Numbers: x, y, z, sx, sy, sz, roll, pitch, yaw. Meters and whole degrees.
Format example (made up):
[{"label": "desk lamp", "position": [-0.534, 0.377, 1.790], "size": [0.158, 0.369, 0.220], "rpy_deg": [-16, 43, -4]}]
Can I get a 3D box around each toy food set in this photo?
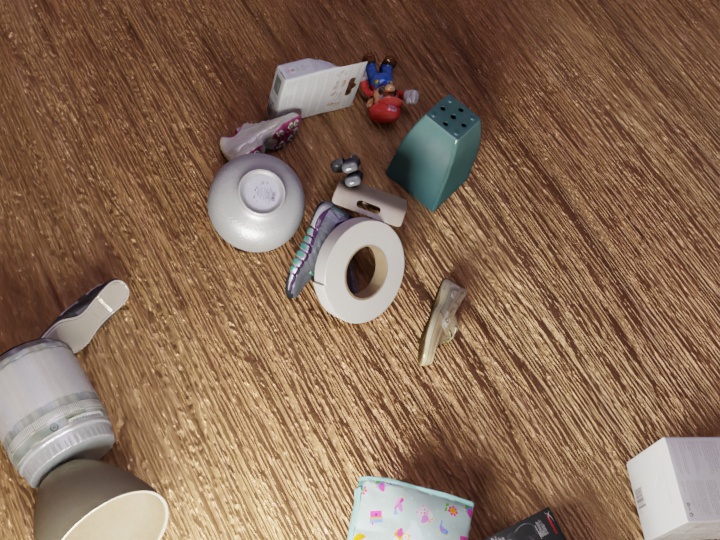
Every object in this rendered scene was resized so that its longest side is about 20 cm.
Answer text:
[{"label": "toy food set", "position": [0.018, -0.131, 1.666], "size": [0.142, 0.200, 0.061], "rpy_deg": [20, 102, -1]}]

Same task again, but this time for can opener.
[{"label": "can opener", "position": [-0.029, -0.197, 1.656], "size": [0.066, 0.200, 0.054], "rpy_deg": [-12, 101, 5]}]

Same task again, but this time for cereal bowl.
[{"label": "cereal bowl", "position": [-0.202, -0.143, 1.636], "size": [0.198, 0.083, 0.202], "rpy_deg": [4, 74, -15]}]

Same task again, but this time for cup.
[{"label": "cup", "position": [-0.416, 0.372, 1.263], "size": [0.199, 0.202, 0.143], "rpy_deg": [-33, 52, -28]}]

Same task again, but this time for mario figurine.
[{"label": "mario figurine", "position": [0.058, -0.424, 1.877], "size": [0.122, 0.106, 0.202], "rpy_deg": [-20, 52, 14]}]

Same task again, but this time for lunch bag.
[{"label": "lunch bag", "position": [0.071, 0.445, 1.369], "size": [0.198, 0.122, 0.172], "rpy_deg": [19, 58, -9]}]

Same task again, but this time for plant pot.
[{"label": "plant pot", "position": [0.169, -0.262, 1.758], "size": [0.141, 0.201, 0.141], "rpy_deg": [40, 58, 11]}]

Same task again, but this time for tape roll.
[{"label": "tape roll", "position": [0.000, 0.000, 1.578], "size": [0.202, 0.204, 0.037], "rpy_deg": [-35, 33, -29]}]

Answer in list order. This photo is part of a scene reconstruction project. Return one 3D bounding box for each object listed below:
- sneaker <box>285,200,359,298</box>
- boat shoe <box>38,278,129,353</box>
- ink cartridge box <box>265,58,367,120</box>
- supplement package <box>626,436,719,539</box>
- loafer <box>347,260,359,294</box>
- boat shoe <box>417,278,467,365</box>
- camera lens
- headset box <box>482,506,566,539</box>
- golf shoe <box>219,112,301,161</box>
[{"label": "sneaker", "position": [-0.075, -0.028, 1.584], "size": [0.087, 0.074, 0.202], "rpy_deg": [24, 99, 5]}, {"label": "boat shoe", "position": [-0.498, 0.090, 1.479], "size": [0.200, 0.057, 0.067], "rpy_deg": [-45, 114, -27]}, {"label": "ink cartridge box", "position": [-0.098, -0.398, 1.793], "size": [0.199, 0.163, 0.057], "rpy_deg": [-24, 73, -25]}, {"label": "supplement package", "position": [0.626, 0.401, 1.514], "size": [0.198, 0.151, 0.153], "rpy_deg": [2, 59, -12]}, {"label": "loafer", "position": [-0.044, -0.020, 1.651], "size": [0.062, 0.072, 0.202], "rpy_deg": [6, 64, -32]}, {"label": "boat shoe", "position": [0.163, 0.105, 1.620], "size": [0.064, 0.072, 0.201], "rpy_deg": [22, 52, 1]}, {"label": "camera lens", "position": [-0.505, 0.223, 1.328], "size": [0.159, 0.160, 0.201], "rpy_deg": [-27, 70, -26]}, {"label": "headset box", "position": [0.265, 0.516, 1.401], "size": [0.198, 0.077, 0.150], "rpy_deg": [-19, 66, -22]}, {"label": "golf shoe", "position": [-0.212, -0.292, 1.756], "size": [0.091, 0.076, 0.200], "rpy_deg": [41, 58, 15]}]
